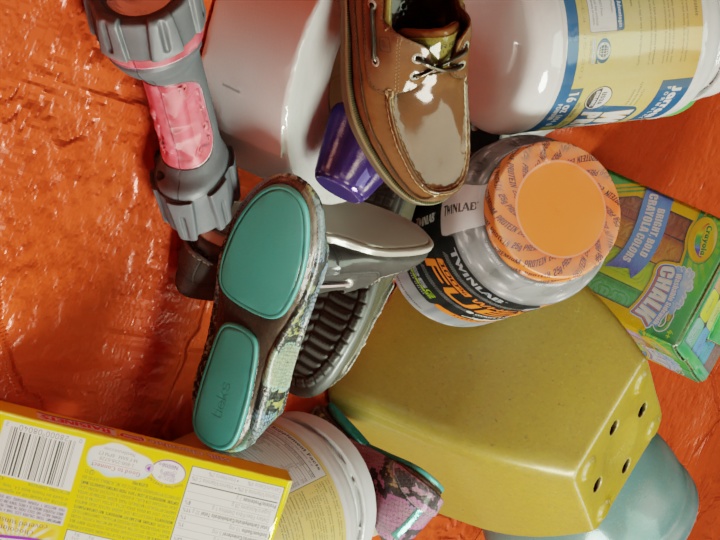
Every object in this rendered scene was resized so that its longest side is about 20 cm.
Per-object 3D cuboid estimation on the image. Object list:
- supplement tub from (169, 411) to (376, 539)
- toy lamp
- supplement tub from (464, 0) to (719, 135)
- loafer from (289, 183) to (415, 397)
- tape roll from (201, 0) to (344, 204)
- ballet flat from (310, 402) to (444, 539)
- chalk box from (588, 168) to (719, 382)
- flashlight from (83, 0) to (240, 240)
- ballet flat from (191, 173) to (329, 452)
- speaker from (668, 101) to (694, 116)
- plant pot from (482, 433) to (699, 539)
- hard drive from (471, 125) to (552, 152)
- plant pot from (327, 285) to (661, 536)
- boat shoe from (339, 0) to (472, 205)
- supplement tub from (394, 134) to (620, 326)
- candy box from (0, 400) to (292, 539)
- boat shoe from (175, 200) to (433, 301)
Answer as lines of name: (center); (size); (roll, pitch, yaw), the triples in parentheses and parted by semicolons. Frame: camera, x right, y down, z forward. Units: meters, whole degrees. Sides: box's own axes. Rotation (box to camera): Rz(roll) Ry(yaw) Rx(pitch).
supplement tub: (-0.092, 0.177, 1.456); (0.200, 0.145, 0.146); (-19, 129, -56)
toy lamp: (0.033, -0.135, 1.369); (0.200, 0.058, 0.058); (-60, 154, -14)
supplement tub: (0.167, -0.177, 1.573); (0.199, 0.145, 0.145); (-8, 123, -31)
loafer: (0.000, 0.000, 1.557); (0.070, 0.075, 0.200); (27, 88, -60)
tape roll: (-0.017, -0.147, 1.405); (0.202, 0.071, 0.203); (-43, 147, -38)
ballet flat: (-0.006, 0.151, 1.590); (0.071, 0.200, 0.069); (-48, 116, -6)
chalk box: (0.273, 0.011, 1.935); (0.125, 0.200, 0.124); (-62, 154, -7)
flashlight: (-0.111, -0.097, 1.280); (0.068, 0.068, 0.200); (-26, 142, -14)
ballet flat: (-0.058, 0.022, 1.384); (0.074, 0.074, 0.200); (-23, 141, -54)
speaker: (0.247, -0.220, 1.821); (0.089, 0.088, 0.200); (-52, 151, -26)
plant pot: (0.188, 0.187, 1.971); (0.200, 0.200, 0.134); (-48, 122, -32)
hard drive: (0.145, -0.196, 1.705); (0.140, 0.038, 0.201); (-30, 136, -51)
plant pot: (0.125, 0.100, 1.737); (0.196, 0.200, 0.194); (-57, 153, -18)
boat shoe: (0.029, -0.133, 1.295); (0.072, 0.068, 0.201); (-23, 104, -29)
supplement tub: (0.104, -0.029, 1.576); (0.123, 0.122, 0.200); (-57, -170, -17)
candy box: (-0.150, 0.145, 1.301); (0.026, 0.199, 0.103); (-119, -133, -70)
boat shoe: (-0.040, -0.011, 1.456); (0.200, 0.067, 0.057); (1, 127, -41)
